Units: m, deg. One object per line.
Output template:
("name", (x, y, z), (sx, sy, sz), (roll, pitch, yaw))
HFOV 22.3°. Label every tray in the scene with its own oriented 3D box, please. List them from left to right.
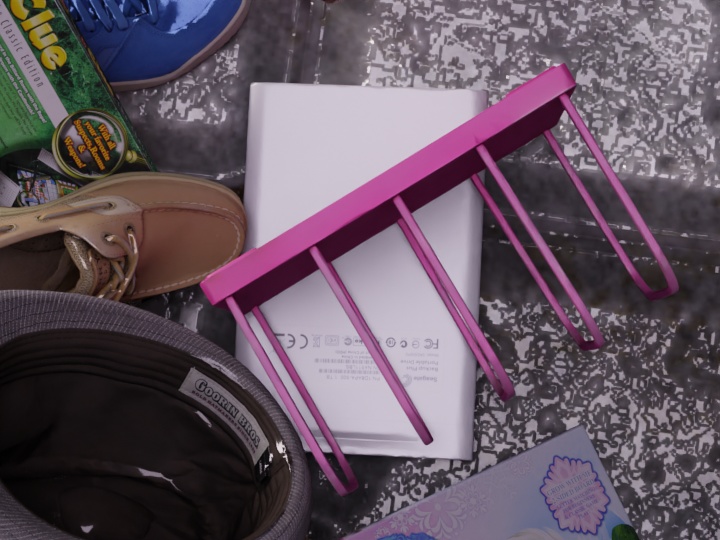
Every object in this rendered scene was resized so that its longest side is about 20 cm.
("tray", (-0.212, 0.043, 0.920), (0.199, 0.099, 0.037), (18, 99, -31))

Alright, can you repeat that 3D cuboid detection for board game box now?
("board game box", (-0.169, -0.058, 0.960), (0.104, 0.023, 0.200), (-24, 122, 3))
("board game box", (0.077, 0.202, 0.904), (0.200, 0.041, 0.200), (-21, 80, -37))

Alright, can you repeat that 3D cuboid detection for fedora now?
("fedora", (-0.125, 0.100, 0.855), (0.199, 0.090, 0.177), (8, 43, -32))

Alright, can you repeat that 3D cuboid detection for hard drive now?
("hard drive", (0.000, 0.000, 0.997), (0.131, 0.025, 0.201), (2, 84, 5))

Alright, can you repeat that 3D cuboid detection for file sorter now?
("file sorter", (0.043, 0.011, 0.912), (0.200, 0.139, 0.126), (-31, 86, 0))

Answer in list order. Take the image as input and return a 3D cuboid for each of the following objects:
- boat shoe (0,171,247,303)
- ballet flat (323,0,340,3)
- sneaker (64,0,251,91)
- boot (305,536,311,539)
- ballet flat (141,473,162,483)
("boat shoe", (-0.143, -0.002, 0.933), (0.199, 0.065, 0.072), (-10, 118, -26))
("ballet flat", (-0.034, -0.247, 1.011), (0.064, 0.076, 0.201), (-22, 87, -32))
("sneaker", (-0.159, -0.139, 0.983), (0.199, 0.111, 0.077), (-13, 82, 3))
("boot", (-0.014, 0.226, 0.894), (0.166, 0.200, 0.072), (46, 120, 6))
("ballet flat", (-0.126, 0.147, 0.925), (0.057, 0.200, 0.067), (30, 126, -11))
